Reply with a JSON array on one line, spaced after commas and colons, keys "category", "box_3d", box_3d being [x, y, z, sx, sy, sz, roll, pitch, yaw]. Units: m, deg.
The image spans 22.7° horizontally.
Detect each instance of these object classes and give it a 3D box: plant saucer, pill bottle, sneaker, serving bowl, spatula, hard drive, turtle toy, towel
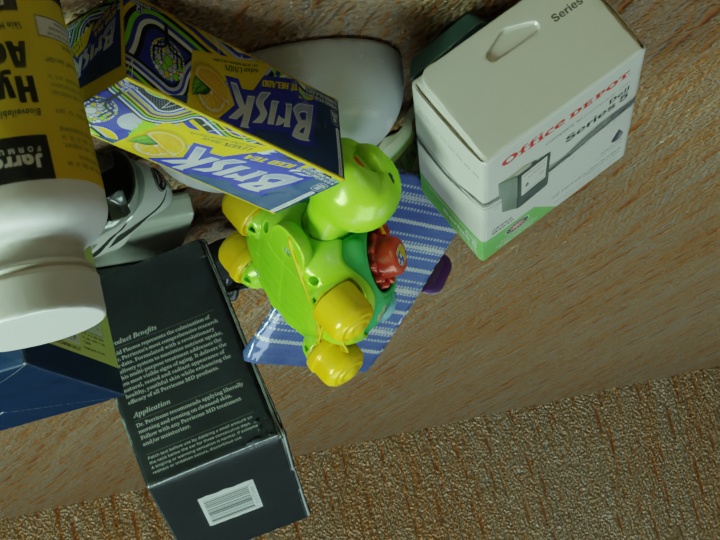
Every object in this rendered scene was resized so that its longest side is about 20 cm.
[{"category": "plant saucer", "box_3d": [0.107, -0.156, 1.353, 0.070, 0.019, 0.200, -38, 160, 24]}, {"category": "pill bottle", "box_3d": [-0.202, -0.061, 0.990, 0.111, 0.201, 0.111, -15, 169, -3]}, {"category": "sneaker", "box_3d": [0.068, -0.086, 1.481, 0.077, 0.089, 0.200, -9, 167, -24]}, {"category": "serving bowl", "box_3d": [-0.059, -0.101, 1.317, 0.199, 0.066, 0.200, -14, 168, -3]}, {"category": "sneaker", "box_3d": [-0.234, -0.029, 1.406, 0.199, 0.074, 0.088, -20, 165, 22]}, {"category": "spatula", "box_3d": [-0.017, -0.032, 1.527, 0.057, 0.199, 0.021, -60, 174, -46]}, {"category": "hard drive", "box_3d": [-0.249, -0.021, 1.540, 0.199, 0.027, 0.132, -11, 168, -15]}, {"category": "turtle toy", "box_3d": [-0.022, -0.018, 1.290, 0.101, 0.146, 0.200, -34, 161, -22]}, {"category": "towel", "box_3d": [0.000, 0.000, 1.441, 0.144, 0.024, 0.200, 7, 123, -45]}]

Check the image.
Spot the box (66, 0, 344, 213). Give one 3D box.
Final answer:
[{"category": "box", "box_3d": [-0.100, -0.102, 1.142, 0.070, 0.065, 0.200, -23, 151, 35]}]

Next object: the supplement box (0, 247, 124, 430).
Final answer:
[{"category": "supplement box", "box_3d": [-0.265, -0.005, 1.168, 0.134, 0.201, 0.200, -16, 168, 7]}]

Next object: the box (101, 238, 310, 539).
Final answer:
[{"category": "box", "box_3d": [-0.140, 0.115, 1.534, 0.124, 0.197, 0.200, -20, 153, -5]}]

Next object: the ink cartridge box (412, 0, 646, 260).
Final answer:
[{"category": "ink cartridge box", "box_3d": [0.120, -0.109, 1.301, 0.145, 0.084, 0.200, -36, 163, -8]}]

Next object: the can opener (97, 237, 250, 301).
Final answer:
[{"category": "can opener", "box_3d": [-0.184, 0.003, 1.588, 0.199, 0.053, 0.067, -10, 135, -22]}]
